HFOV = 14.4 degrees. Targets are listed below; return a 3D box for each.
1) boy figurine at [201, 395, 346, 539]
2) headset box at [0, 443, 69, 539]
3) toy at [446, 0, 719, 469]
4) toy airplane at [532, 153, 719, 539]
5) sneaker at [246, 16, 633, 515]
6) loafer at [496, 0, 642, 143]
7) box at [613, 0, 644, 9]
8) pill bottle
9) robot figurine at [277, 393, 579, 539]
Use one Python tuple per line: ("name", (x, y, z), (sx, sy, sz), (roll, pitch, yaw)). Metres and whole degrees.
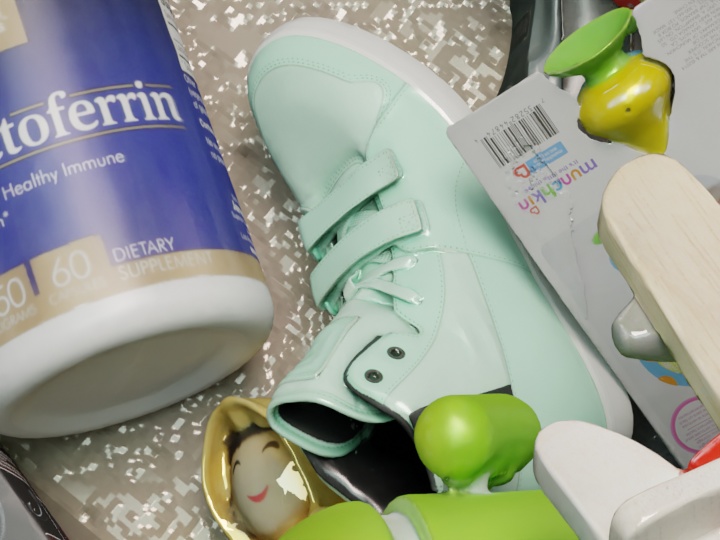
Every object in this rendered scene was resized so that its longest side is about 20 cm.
("boy figurine", (-0.019, 0.129, 0.976), (0.064, 0.124, 0.201), (19, 56, -31))
("headset box", (-0.196, 0.097, 1.021), (0.148, 0.075, 0.200), (-38, 75, -4))
("toy", (0.131, -0.008, 0.984), (0.115, 0.047, 0.200), (-32, 113, 15))
("toy airplane", (0.149, 0.058, 0.805), (0.198, 0.141, 0.201), (3, 63, 22))
("sneaker", (0.000, 0.000, 0.983), (0.118, 0.074, 0.201), (-20, 69, -46))
("loafer", (0.088, -0.102, 1.050), (0.062, 0.072, 0.202), (9, 83, -11))
("box", (0.129, -0.099, 0.991), (0.200, 0.075, 0.050), (41, 79, -13))
("pill bottle", (-0.114, -0.051, 1.028), (0.115, 0.116, 0.201), (-21, 74, 1))
("robot figurine", (0.048, 0.125, 0.869), (0.198, 0.116, 0.177), (-2, 89, -14))
